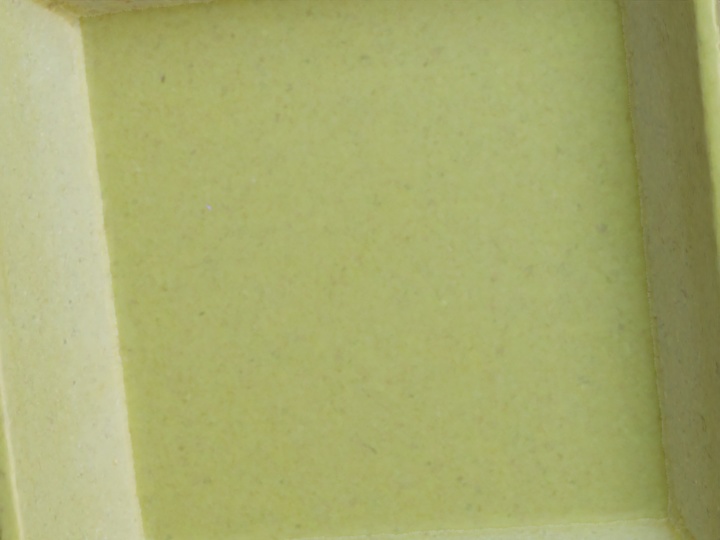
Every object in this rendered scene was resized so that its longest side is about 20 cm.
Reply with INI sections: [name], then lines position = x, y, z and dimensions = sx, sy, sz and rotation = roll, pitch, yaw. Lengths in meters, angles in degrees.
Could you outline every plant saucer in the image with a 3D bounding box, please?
[plant saucer]
position = 0.000, 0.000, 0.683
dimensions = 0.048, 0.199, 0.201
rotation = -37, 122, -74

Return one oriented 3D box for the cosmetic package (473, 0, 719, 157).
[cosmetic package]
position = 0.069, -0.052, 0.802
dimensions = 0.200, 0.105, 0.071
rotation = 18, 87, -50
